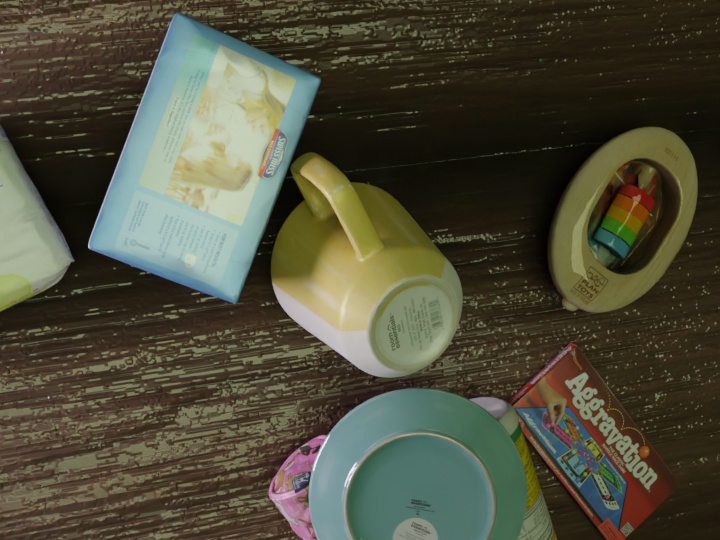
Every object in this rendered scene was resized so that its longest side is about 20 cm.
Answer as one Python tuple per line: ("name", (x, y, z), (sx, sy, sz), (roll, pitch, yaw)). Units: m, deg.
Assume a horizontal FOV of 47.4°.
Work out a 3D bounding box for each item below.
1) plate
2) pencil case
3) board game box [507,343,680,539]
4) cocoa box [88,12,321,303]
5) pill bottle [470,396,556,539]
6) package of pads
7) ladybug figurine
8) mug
("plate", (0.052, 0.205, 0.724), (0.197, 0.026, 0.204), (0, 98, -1))
("pencil case", (-0.003, 0.259, 0.790), (0.083, 0.086, 0.201), (-40, 102, -24))
("board game box", (0.246, 0.187, 0.867), (0.103, 0.019, 0.201), (-41, 101, -7))
("cocoa box", (-0.134, -0.092, 0.708), (0.132, 0.131, 0.203), (21, 90, -12))
("pill bottle", (0.126, 0.237, 0.799), (0.111, 0.113, 0.203), (-21, 98, -9))
("package of pads", (-0.362, -0.020, 0.687), (0.198, 0.068, 0.156), (-31, 101, -17))
("ladybug figurine", (0.253, -0.049, 0.821), (0.135, 0.072, 0.201), (36, 86, -13))
("mug", (0.000, 0.009, 0.707), (0.185, 0.153, 0.151), (26, 98, -31))
